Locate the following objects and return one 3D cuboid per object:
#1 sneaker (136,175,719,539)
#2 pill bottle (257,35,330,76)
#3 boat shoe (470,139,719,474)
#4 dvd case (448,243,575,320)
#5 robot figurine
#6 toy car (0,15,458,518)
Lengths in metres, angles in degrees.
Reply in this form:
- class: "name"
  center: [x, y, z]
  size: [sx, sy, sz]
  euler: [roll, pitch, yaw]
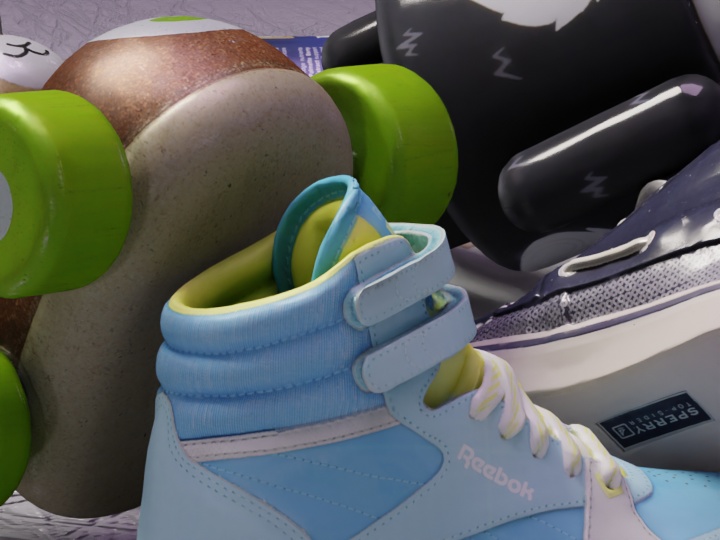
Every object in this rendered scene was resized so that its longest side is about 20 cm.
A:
- class: "sneaker"
  center: [0.034, 0.039, 0.778]
  size: [0.199, 0.131, 0.079]
  euler: [-2, 9, -19]
- class: "pill bottle"
  center: [-0.026, -0.059, 1.387]
  size: [0.199, 0.113, 0.112]
  euler: [-1, 10, -8]
- class: "boat shoe"
  center: [0.084, 0.017, 0.863]
  size: [0.199, 0.075, 0.093]
  euler: [-16, 37, 40]
- class: "dvd case"
  center: [0.000, 0.000, 1.000]
  size: [0.199, 0.018, 0.143]
  euler: [10, 28, -5]
- class: "robot figurine"
  center: [0.082, -0.077, 0.945]
  size: [0.199, 0.151, 0.125]
  euler: [-22, -23, 20]
- class: "toy car"
  center: [-0.104, -0.039, 0.859]
  size: [0.164, 0.158, 0.200]
  euler: [-9, 44, -47]
